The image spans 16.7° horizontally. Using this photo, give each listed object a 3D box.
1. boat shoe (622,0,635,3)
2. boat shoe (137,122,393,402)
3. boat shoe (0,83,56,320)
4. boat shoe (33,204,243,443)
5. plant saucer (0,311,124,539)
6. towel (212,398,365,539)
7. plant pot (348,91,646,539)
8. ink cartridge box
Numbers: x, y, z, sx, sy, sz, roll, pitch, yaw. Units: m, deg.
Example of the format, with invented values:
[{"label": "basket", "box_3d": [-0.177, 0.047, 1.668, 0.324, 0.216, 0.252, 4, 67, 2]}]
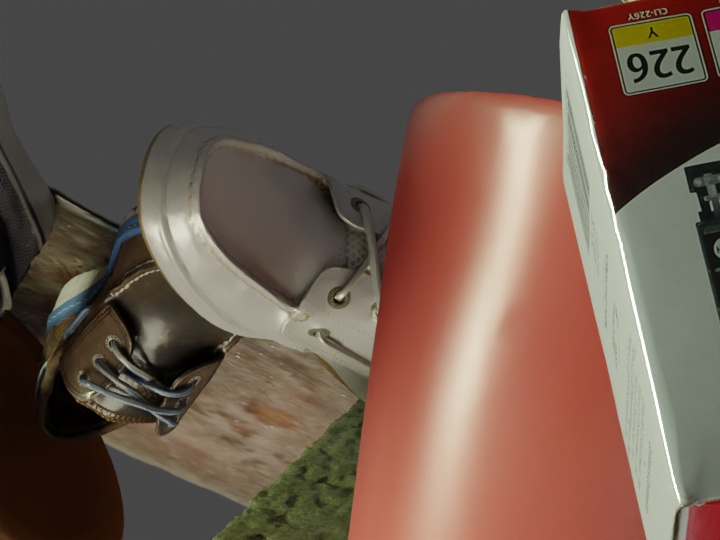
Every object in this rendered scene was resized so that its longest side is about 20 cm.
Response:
[{"label": "boat shoe", "box_3d": [0.090, -0.097, 0.628, 0.065, 0.071, 0.200, 48, 178, 27]}, {"label": "boat shoe", "box_3d": [0.000, 0.000, 0.893, 0.069, 0.071, 0.200, -1, 158, 38]}, {"label": "boat shoe", "box_3d": [-0.176, -0.029, 0.929, 0.074, 0.093, 0.200, 9, 155, 22]}, {"label": "boat shoe", "box_3d": [-0.084, 0.030, 1.010, 0.072, 0.073, 0.200, 24, 157, -13]}, {"label": "plant saucer", "box_3d": [-0.167, 0.071, 1.064, 0.037, 0.200, 0.200, -36, 131, 16]}, {"label": "towel", "box_3d": [0.038, 0.092, 0.931, 0.148, 0.200, 0.037, 6, 113, 20]}, {"label": "plant pot", "box_3d": [0.082, 0.059, 0.753, 0.200, 0.178, 0.200, 18, 175, 2]}, {"label": "ink cartridge box", "box_3d": [0.161, 0.014, 0.577, 0.199, 0.176, 0.084, -11, 153, 0]}]
